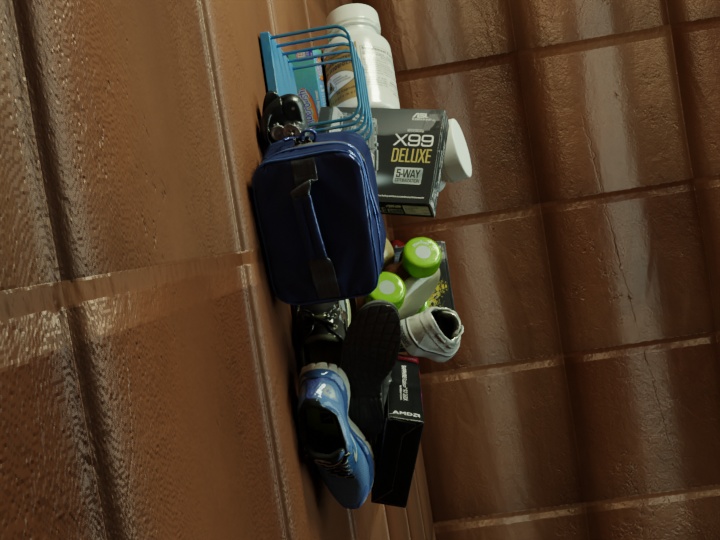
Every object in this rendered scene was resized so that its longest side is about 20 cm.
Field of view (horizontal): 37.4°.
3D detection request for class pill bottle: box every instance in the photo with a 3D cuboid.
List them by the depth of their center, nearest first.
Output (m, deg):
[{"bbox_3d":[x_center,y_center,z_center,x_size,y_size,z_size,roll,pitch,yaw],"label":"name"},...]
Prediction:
[{"bbox_3d":[0.068,-0.166,1.692,0.114,0.199,0.115,-15,90,-72],"label":"pill bottle"},{"bbox_3d":[-0.002,-0.327,1.739,0.114,0.114,0.201,68,14,-68],"label":"pill bottle"}]

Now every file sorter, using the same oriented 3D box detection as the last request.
[{"bbox_3d":[-0.056,-0.251,1.493,0.200,0.122,0.140,17,64,-84],"label":"file sorter"}]

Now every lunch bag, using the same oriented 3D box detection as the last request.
[{"bbox_3d":[-0.045,-0.067,1.222,0.132,0.135,0.201,-86,165,-69],"label":"lunch bag"}]

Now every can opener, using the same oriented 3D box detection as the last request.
[{"bbox_3d":[-0.082,-0.124,1.325,0.079,0.063,0.201,-86,166,-69],"label":"can opener"}]

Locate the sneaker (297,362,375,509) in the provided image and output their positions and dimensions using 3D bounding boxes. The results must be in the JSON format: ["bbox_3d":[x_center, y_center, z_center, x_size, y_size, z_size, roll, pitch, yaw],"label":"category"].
[{"bbox_3d":[-0.038,0.212,1.271,0.089,0.078,0.201,-70,147,-56],"label":"sneaker"}]

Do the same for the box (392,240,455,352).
[{"bbox_3d":[0.044,0.048,1.644,0.049,0.199,0.162,-77,159,-89],"label":"box"}]

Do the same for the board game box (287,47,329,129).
[{"bbox_3d":[-0.073,-0.257,1.731,0.152,0.045,0.201,-63,145,-80],"label":"board game box"}]

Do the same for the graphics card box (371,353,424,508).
[{"bbox_3d":[0.047,0.205,1.400,0.200,0.051,0.126,-85,-175,-72],"label":"graphics card box"}]

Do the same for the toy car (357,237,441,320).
[{"bbox_3d":[0.000,0.000,1.539,0.200,0.158,0.165,38,-29,18],"label":"toy car"}]

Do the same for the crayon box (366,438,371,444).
[{"bbox_3d":[-0.022,0.194,1.462,0.200,0.058,0.174,58,24,-77],"label":"crayon box"}]

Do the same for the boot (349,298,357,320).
[{"bbox_3d":[-0.044,0.004,1.464,0.097,0.074,0.201,-86,165,-54],"label":"boot"}]

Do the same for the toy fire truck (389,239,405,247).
[{"bbox_3d":[0.024,0.044,1.764,0.168,0.112,0.201,-8,70,-57],"label":"toy fire truck"}]

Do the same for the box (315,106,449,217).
[{"bbox_3d":[0.024,-0.164,1.592,0.050,0.199,0.159,58,40,-63],"label":"box"}]

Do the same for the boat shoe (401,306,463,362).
[{"bbox_3d":[0.114,0.084,1.523,0.200,0.066,0.072,19,45,-64],"label":"boat shoe"}]

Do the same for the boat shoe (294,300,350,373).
[{"bbox_3d":[-0.045,0.081,1.331,0.065,0.073,0.201,62,19,-90],"label":"boat shoe"}]

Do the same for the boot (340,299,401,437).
[{"bbox_3d":[0.011,0.094,1.322,0.132,0.069,0.201,-81,-178,-57],"label":"boot"}]
